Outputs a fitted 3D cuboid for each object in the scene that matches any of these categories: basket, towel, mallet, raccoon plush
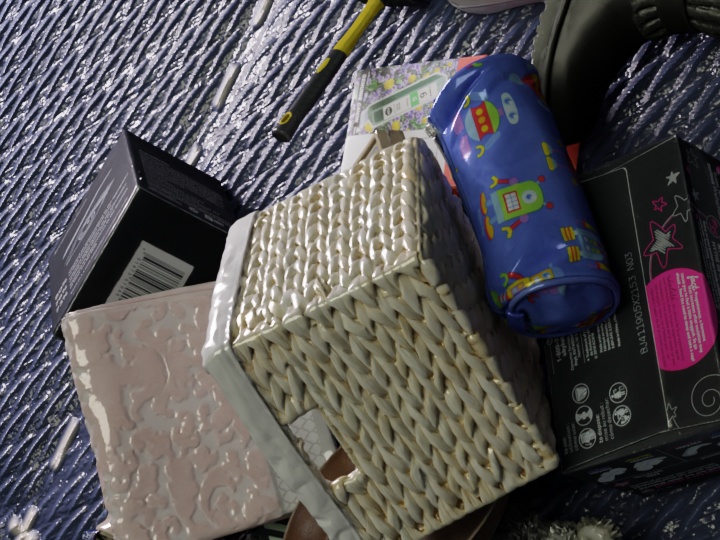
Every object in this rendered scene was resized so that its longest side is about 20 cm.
[{"bbox_3d":[0.017,0.050,1.089,0.161,0.198,0.200,-27,24,14],"label":"basket"},{"bbox_3d":[-0.119,0.110,1.280,0.032,0.191,0.200,141,115,-75],"label":"towel"},{"bbox_3d":[-0.020,-0.186,1.354,0.066,0.041,0.200,19,64,47],"label":"mallet"},{"bbox_3d":[0.116,0.169,1.148,0.134,0.097,0.200,-32,57,20],"label":"raccoon plush"}]

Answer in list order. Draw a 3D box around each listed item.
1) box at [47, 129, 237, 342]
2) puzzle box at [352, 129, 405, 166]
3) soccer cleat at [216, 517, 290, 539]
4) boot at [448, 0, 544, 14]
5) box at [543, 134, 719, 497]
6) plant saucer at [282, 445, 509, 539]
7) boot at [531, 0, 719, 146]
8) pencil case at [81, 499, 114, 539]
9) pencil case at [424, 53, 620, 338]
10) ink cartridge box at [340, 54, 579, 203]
[{"bbox_3d":[-0.187,-0.015,1.394,0.148,0.104,0.200,-58,19,11],"label":"box"},{"bbox_3d":[0.000,0.000,1.281,0.200,0.025,0.133,-55,43,48],"label":"puzzle box"},{"bbox_3d":[-0.076,0.231,1.291,0.068,0.081,0.200,-54,48,14],"label":"soccer cleat"},{"bbox_3d":[0.128,-0.250,1.258,0.200,0.096,0.074,-12,69,37],"label":"boot"},{"bbox_3d":[0.202,0.035,1.096,0.132,0.115,0.200,-23,60,35],"label":"box"},{"bbox_3d":[0.031,0.169,1.150,0.200,0.034,0.200,-31,28,19],"label":"plant saucer"},{"bbox_3d":[0.213,-0.172,1.168,0.158,0.079,0.211,18,104,22],"label":"boot"},{"bbox_3d":[-0.156,0.151,1.357,0.089,0.078,0.200,12,68,29],"label":"pencil case"},{"bbox_3d":[0.103,-0.050,1.079,0.087,0.078,0.200,-19,58,3],"label":"pencil case"},{"bbox_3d":[0.078,-0.110,1.287,0.200,0.050,0.109,-1,76,41],"label":"ink cartridge box"}]
